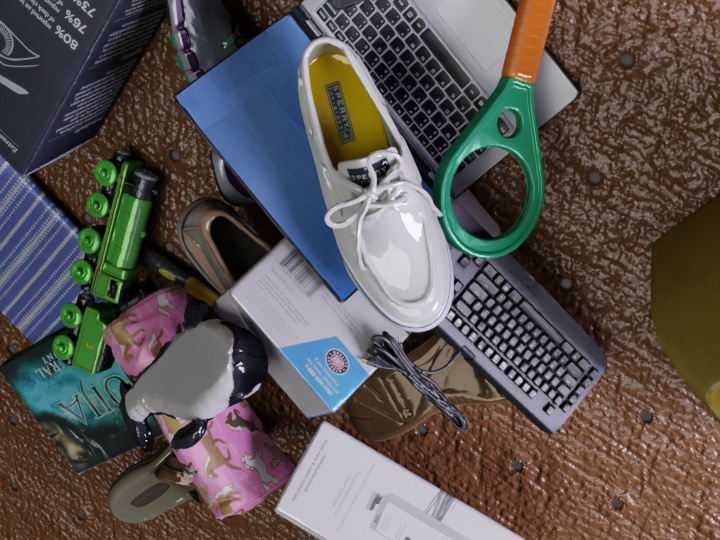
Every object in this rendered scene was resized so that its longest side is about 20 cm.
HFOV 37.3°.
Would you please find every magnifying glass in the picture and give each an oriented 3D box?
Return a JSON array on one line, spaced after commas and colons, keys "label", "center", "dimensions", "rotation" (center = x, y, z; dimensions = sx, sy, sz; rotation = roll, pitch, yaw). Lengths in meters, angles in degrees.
[{"label": "magnifying glass", "center": [0.101, -0.108, 0.729], "dimensions": [0.078, 0.022, 0.203], "rotation": [13, 95, -20]}]

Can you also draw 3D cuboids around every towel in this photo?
[{"label": "towel", "center": [-0.313, -0.011, 1.017], "dimensions": [0.200, 0.024, 0.145], "rotation": [46, 121, -4]}]

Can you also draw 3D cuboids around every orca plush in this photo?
[{"label": "orca plush", "center": [-0.113, 0.092, 0.803], "dimensions": [0.070, 0.107, 0.200], "rotation": [13, 141, -32]}]

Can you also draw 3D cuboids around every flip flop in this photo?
[{"label": "flip flop", "center": [-0.163, 0.191, 0.994], "dimensions": [0.199, 0.058, 0.081], "rotation": [-35, 124, 23]}]

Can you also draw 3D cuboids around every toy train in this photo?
[{"label": "toy train", "center": [-0.221, -0.004, 0.934], "dimensions": [0.056, 0.042, 0.203], "rotation": [21, 103, 15]}]

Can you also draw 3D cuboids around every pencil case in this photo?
[{"label": "pencil case", "center": [-0.136, 0.108, 0.900], "dimensions": [0.082, 0.087, 0.201], "rotation": [-33, 88, -9]}]

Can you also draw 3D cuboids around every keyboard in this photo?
[{"label": "keyboard", "center": [0.081, 0.052, 0.768], "dimensions": [0.200, 0.021, 0.127], "rotation": [42, 93, -20]}]

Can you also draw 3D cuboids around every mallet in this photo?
[{"label": "mallet", "center": [-0.142, 0.008, 0.938], "dimensions": [0.199, 0.041, 0.066], "rotation": [38, 124, 9]}]

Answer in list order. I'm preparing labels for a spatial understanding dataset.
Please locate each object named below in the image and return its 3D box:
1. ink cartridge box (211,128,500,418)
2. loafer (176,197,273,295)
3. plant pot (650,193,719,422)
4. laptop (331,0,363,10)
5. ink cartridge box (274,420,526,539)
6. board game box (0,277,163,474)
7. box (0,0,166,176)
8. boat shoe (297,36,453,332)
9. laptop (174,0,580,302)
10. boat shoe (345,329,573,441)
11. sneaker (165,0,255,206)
[{"label": "ink cartridge box", "center": [0.000, 0.000, 0.810], "dimensions": [0.116, 0.200, 0.067], "rotation": [48, 157, -4]}, {"label": "loafer", "center": [-0.068, 0.023, 0.861], "dimensions": [0.200, 0.072, 0.063], "rotation": [46, 167, -18]}, {"label": "plant pot", "center": [0.297, 0.043, 0.655], "dimensions": [0.195, 0.200, 0.195], "rotation": [48, 124, -3]}, {"label": "laptop", "center": [0.051, -0.281, 0.667], "dimensions": [0.197, 0.103, 0.180], "rotation": [-19, 106, -1]}, {"label": "ink cartridge box", "center": [0.038, 0.215, 0.881], "dimensions": [0.198, 0.147, 0.084], "rotation": [29, 78, 9]}, {"label": "board game box", "center": [-0.235, 0.106, 1.014], "dimensions": [0.198, 0.028, 0.136], "rotation": [-26, 105, 27]}, {"label": "box", "center": [-0.253, -0.204, 0.846], "dimensions": [0.148, 0.104, 0.200], "rotation": [43, 124, 0]}, {"label": "boat shoe", "center": [0.008, -0.058, 0.688], "dimensions": [0.073, 0.086, 0.205], "rotation": [-18, 85, 3]}, {"label": "laptop", "center": [0.013, -0.123, 0.746], "dimensions": [0.199, 0.116, 0.188], "rotation": [-39, 94, 28]}, {"label": "boat shoe", "center": [0.080, 0.075, 0.856], "dimensions": [0.198, 0.063, 0.074], "rotation": [-23, 89, 24]}, {"label": "sneaker", "center": [-0.084, -0.149, 0.825], "dimensions": [0.086, 0.075, 0.202], "rotation": [-5, 122, 15]}]
